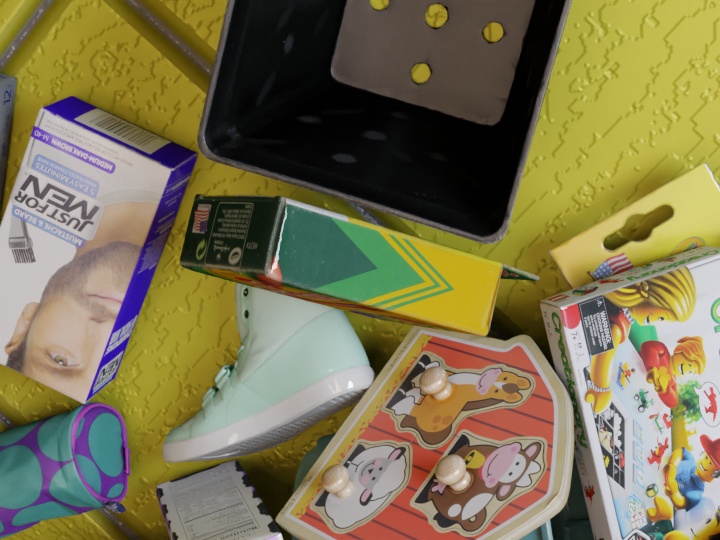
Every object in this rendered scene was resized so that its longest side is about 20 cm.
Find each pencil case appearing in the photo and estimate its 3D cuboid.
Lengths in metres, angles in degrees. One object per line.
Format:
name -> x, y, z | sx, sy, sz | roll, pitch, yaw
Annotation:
pencil case -> -0.276, 0.171, 1.188 | 0.200, 0.085, 0.092 | -19, 144, 18

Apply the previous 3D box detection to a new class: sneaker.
sneaker -> -0.080, 0.068, 1.133 | 0.200, 0.074, 0.118 | -29, 72, 33

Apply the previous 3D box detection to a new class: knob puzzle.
knob puzzle -> 0.051, 0.114, 0.971 | 0.220, 0.220, 0.030 | -26, 126, 18

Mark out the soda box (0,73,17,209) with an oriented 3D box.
soda box -> -0.312, -0.051, 1.146 | 0.063, 0.068, 0.200 | 14, 108, 9

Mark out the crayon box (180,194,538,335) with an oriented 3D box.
crayon box -> 0.000, 0.000, 0.997 | 0.200, 0.127, 0.051 | 15, 85, -30

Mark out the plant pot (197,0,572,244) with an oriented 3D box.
plant pot -> 0.033, -0.157, 0.979 | 0.199, 0.177, 0.200 | 17, 109, 8

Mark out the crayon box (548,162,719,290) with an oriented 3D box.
crayon box -> 0.235, 0.035, 1.049 | 0.127, 0.051, 0.200 | -30, 97, 18

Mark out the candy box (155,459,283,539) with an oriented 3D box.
candy box -> -0.082, 0.247, 1.098 | 0.071, 0.200, 0.168 | -18, 101, -11

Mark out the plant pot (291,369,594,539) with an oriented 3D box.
plant pot -> 0.069, 0.176, 1.062 | 0.196, 0.200, 0.200 | -10, 102, 23

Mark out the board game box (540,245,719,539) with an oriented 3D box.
board game box -> 0.200, 0.097, 0.999 | 0.126, 0.035, 0.200 | -18, 102, -16

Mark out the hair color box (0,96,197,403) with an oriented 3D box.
hair color box -> -0.210, -0.015, 1.135 | 0.109, 0.065, 0.200 | 25, 110, 5
